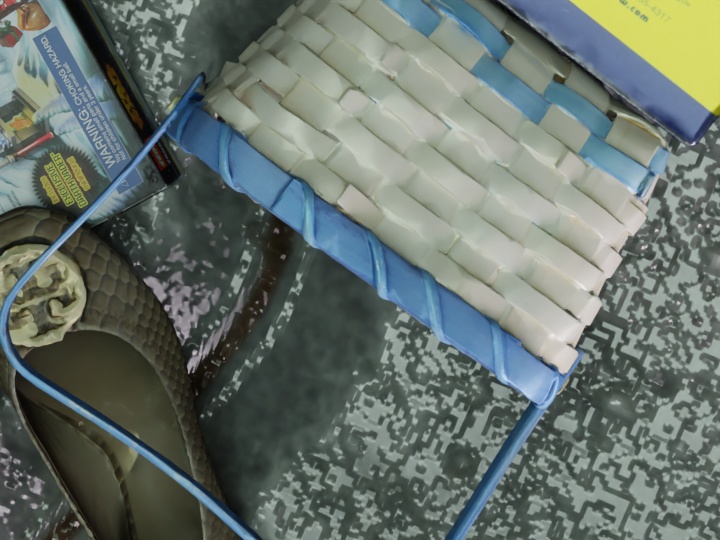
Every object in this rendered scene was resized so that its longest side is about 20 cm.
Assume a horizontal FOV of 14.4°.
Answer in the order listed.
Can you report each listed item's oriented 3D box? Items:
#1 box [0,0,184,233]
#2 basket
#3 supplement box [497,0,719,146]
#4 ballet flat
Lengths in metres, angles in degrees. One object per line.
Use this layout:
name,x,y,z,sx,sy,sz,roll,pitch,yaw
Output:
box,-0.172,-0.088,1.039,0.137,0.040,0.200,-28,96,12
basket,0.000,0.000,0.976,0.176,0.139,0.200,39,87,-6
supplement box,0.131,-0.157,0.954,0.109,0.109,0.200,38,102,-1
ballet flat,-0.086,0.070,1.035,0.067,0.046,0.200,-19,109,10
